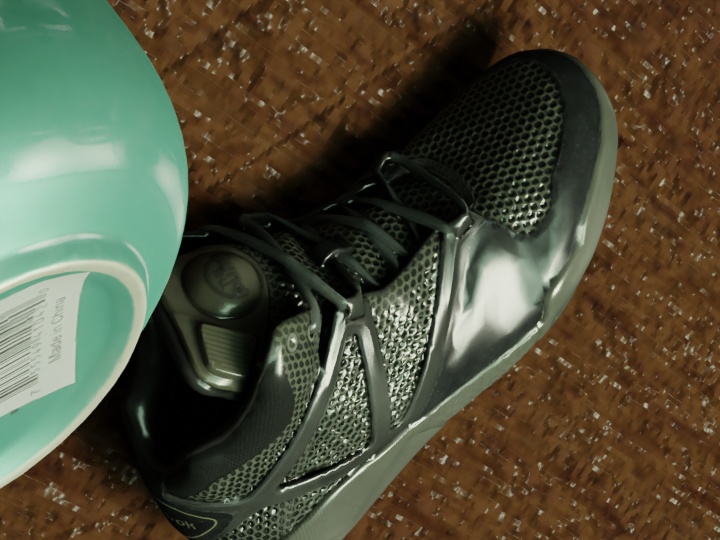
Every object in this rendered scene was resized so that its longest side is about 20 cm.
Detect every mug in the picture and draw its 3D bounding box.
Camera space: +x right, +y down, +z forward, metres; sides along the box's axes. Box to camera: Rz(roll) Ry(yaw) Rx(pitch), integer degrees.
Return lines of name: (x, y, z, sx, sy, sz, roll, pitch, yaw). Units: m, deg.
mug: (-0.122, -0.013, 0.620, 0.152, 0.115, 0.185, -48, 157, 18)

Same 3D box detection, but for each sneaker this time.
sneaker: (0.000, 0.000, 0.886, 0.200, 0.076, 0.114, -47, 147, -2)
